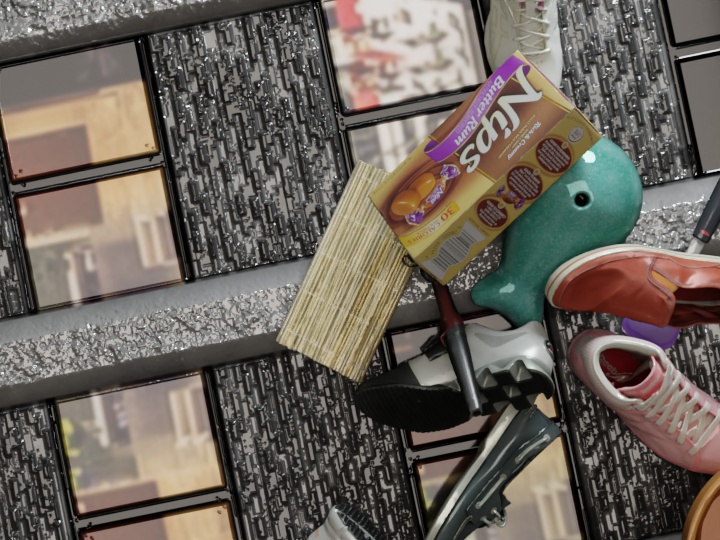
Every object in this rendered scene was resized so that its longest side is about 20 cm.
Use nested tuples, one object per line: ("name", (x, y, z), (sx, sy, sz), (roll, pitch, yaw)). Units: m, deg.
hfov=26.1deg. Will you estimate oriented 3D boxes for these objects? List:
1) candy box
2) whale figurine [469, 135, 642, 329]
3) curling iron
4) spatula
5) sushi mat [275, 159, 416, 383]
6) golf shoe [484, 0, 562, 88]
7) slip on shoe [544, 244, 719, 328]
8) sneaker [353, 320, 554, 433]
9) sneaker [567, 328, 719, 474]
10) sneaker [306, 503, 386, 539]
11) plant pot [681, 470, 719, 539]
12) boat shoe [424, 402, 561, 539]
("candy box", (0.112, -0.096, 1.438), (0.200, 0.117, 0.056), (-44, 130, 10))
("whale figurine", (0.183, -0.037, 1.470), (0.159, 0.104, 0.200), (32, 94, -3))
("curling iron", (0.079, 0.053, 1.451), (0.026, 0.050, 0.200), (-40, 48, 30))
("spatula", (0.321, -0.016, 1.510), (0.056, 0.021, 0.200), (30, 88, -5))
("sushi mat", (0.000, 0.000, 1.517), (0.096, 0.012, 0.200), (25, 89, 2))
("golf shoe", (0.155, -0.251, 1.487), (0.075, 0.092, 0.201), (-8, 90, -1))
("slip on shoe", (0.271, 0.020, 1.450), (0.199, 0.061, 0.074), (3, 131, -12))
("sneaker", (0.091, 0.096, 1.490), (0.200, 0.074, 0.089), (-11, 44, 19))
("sneaker", (0.286, 0.127, 1.465), (0.200, 0.105, 0.075), (37, 87, 1))
("sneaker", (0.022, 0.318, 1.486), (0.080, 0.074, 0.200), (-44, 84, 13))
("plant pot", (0.387, 0.260, 1.441), (0.200, 0.140, 0.201), (0, 87, 1))
("boat shoe", (0.120, 0.215, 1.480), (0.062, 0.073, 0.200), (32, 83, 5))
